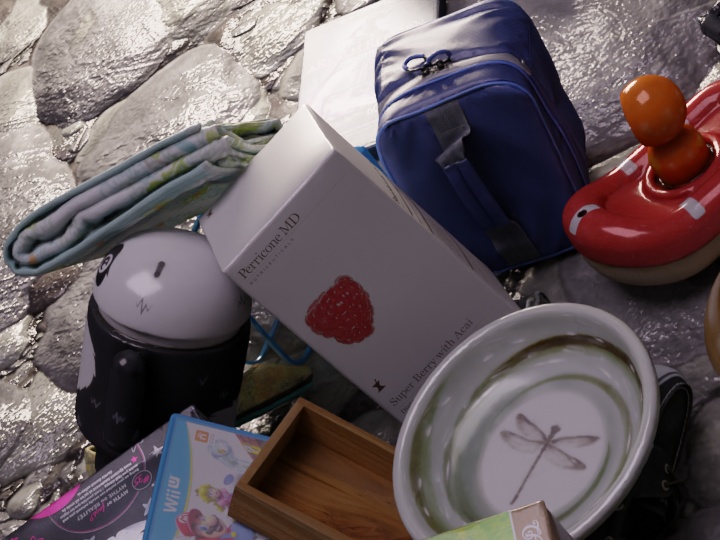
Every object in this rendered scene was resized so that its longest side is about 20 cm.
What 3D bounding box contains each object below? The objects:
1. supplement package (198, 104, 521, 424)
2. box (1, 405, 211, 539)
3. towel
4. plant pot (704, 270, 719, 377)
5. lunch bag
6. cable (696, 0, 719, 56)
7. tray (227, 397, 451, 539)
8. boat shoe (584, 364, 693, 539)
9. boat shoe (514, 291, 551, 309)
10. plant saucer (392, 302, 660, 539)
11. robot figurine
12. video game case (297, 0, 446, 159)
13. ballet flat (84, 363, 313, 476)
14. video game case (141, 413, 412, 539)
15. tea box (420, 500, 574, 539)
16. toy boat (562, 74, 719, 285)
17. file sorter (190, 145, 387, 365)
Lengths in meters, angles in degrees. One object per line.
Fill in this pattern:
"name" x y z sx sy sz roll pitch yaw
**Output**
"supplement package" 0.000 0.000 1.724 0.121 0.200 0.120 -47 22 7
"box" -0.152 0.219 1.732 0.199 0.132 0.115 -35 54 2
"towel" -0.154 -0.055 1.812 0.199 0.048 0.171 -27 -5 19
"plant pot" 0.326 0.009 1.665 0.199 0.028 0.201 -22 40 19
"lunch bag" 0.092 -0.098 1.824 0.135 0.200 0.133 -21 39 16
"cable" 0.364 -0.221 1.859 0.200 0.051 0.163 -36 37 1
"tray" 0.021 0.172 1.621 0.199 0.037 0.099 27 45 10
"boat shoe" 0.184 0.156 1.598 0.056 0.069 0.201 9 62 39
"boat shoe" 0.132 0.074 1.715 0.071 0.072 0.200 -36 35 9
"plant saucer" 0.117 0.118 1.592 0.199 0.050 0.201 -22 46 24
"robot figurine" -0.149 0.066 1.781 0.124 0.201 0.150 -3 31 -25
"video game case" 0.009 -0.168 2.120 0.142 0.019 0.201 -20 41 22
"ballet flat" -0.133 0.114 1.885 0.199 0.071 0.071 -33 37 9
"video game case" -0.045 0.176 1.633 0.199 0.018 0.144 14 44 -4
"tea box" 0.063 0.278 1.458 0.196 0.134 0.201 -20 56 13
"toy boat" 0.229 -0.087 1.752 0.200 0.131 0.130 -42 30 -6
"file sorter" -0.061 -0.002 1.903 0.199 0.139 0.123 -3 51 37
